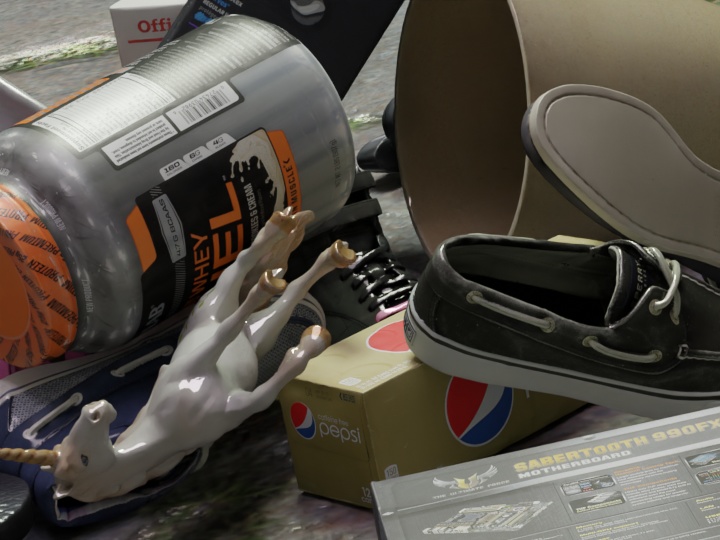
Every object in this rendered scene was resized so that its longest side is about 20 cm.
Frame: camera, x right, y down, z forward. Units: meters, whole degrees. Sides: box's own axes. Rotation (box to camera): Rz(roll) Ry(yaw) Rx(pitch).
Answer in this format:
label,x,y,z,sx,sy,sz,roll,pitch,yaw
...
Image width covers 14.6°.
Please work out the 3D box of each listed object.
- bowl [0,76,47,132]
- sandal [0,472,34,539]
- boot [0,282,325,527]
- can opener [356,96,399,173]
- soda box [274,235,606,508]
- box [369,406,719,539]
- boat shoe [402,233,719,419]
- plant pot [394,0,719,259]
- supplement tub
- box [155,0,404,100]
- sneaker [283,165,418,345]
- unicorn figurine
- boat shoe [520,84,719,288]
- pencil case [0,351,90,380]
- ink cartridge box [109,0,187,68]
label,x,y,z,sx,sy,sz,roll,pitch,yaw
bowl,-0.178,-0.042,1.570,0.090,0.201,0.201,-57,25,-1
sandal,-0.203,0.122,1.360,0.076,0.043,0.200,-9,7,-17
boot,-0.089,0.071,1.408,0.200,0.073,0.090,-23,34,-23
can opener,0.085,-0.113,1.845,0.200,0.063,0.079,-26,22,-36
soda box,0.057,0.047,1.376,0.200,0.064,0.068,-26,23,-36
box,0.111,0.115,1.159,0.200,0.048,0.158,-12,17,-4
boat shoe,0.123,0.023,1.314,0.200,0.064,0.071,6,46,-15
plant pot,0.146,-0.091,1.597,0.200,0.187,0.187,-3,14,-21
supplement tub,-0.110,-0.038,1.410,0.200,0.123,0.123,-32,26,-32
box,-0.052,-0.132,1.619,0.106,0.200,0.122,32,0,-6
sneaker,0.000,0.000,1.496,0.071,0.099,0.200,-18,20,-24
unicorn figurine,-0.073,0.044,1.320,0.137,0.074,0.200,-43,-4,24
boat shoe,0.146,-0.034,1.445,0.200,0.073,0.063,25,-27,-35
pencil case,-0.242,0.057,1.500,0.200,0.094,0.091,-2,65,25
ink cartridge box,-0.083,-0.121,1.745,0.117,0.200,0.067,-4,19,24
